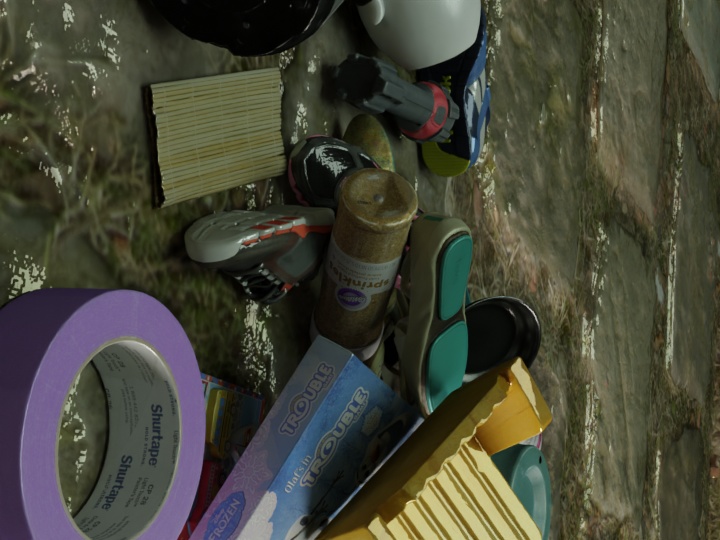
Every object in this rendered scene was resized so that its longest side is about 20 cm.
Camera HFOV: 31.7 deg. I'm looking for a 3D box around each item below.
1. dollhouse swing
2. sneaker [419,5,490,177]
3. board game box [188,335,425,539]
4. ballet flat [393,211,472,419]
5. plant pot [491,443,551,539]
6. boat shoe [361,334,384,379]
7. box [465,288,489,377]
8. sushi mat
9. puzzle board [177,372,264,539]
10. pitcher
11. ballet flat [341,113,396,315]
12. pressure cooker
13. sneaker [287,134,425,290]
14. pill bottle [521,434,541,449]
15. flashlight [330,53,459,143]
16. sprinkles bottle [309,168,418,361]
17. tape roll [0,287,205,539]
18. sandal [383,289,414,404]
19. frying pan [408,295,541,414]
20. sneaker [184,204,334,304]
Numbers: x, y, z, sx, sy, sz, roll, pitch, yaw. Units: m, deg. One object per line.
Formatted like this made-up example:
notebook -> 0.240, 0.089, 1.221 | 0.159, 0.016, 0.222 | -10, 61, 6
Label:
dollhouse swing -> 0.093, 0.217, 1.048 | 0.176, 0.182, 0.200 | 48, 60, -1
sneaker -> 0.110, -0.207, 1.439 | 0.082, 0.074, 0.201 | -8, 105, -65
board game box -> -0.034, 0.180, 1.065 | 0.200, 0.043, 0.199 | -58, 146, -9
ballet flat -> 0.061, 0.039, 1.125 | 0.069, 0.069, 0.201 | -45, 145, -55
plant pot -> 0.082, 0.235, 1.253 | 0.200, 0.187, 0.201 | -4, 95, -63
boat shoe -> -0.019, 0.127, 1.175 | 0.200, 0.073, 0.063 | -51, 134, -54
box -> 0.090, 0.032, 1.326 | 0.200, 0.049, 0.083 | -99, 174, -55
sushi mat -> -0.113, -0.113, 1.045 | 0.200, 0.012, 0.096 | -25, 112, -61
puzzle board -> -0.125, 0.187, 1.023 | 0.151, 0.017, 0.201 | 31, 64, -60
pitcher -> 0.028, -0.293, 1.234 | 0.172, 0.121, 0.201 | -41, 117, -37
ballet flat -> -0.001, -0.049, 1.224 | 0.071, 0.070, 0.201 | -19, 107, -62
pressure cooker -> -0.065, -0.279, 0.966 | 0.200, 0.178, 0.176 | -57, 154, -48
sneaker -> 0.022, -0.052, 1.153 | 0.200, 0.095, 0.079 | 40, 81, -23
pill bottle -> 0.126, 0.154, 1.425 | 0.200, 0.113, 0.114 | 54, 44, -51
flashlight -> 0.035, -0.176, 1.286 | 0.200, 0.068, 0.068 | 10, 53, -62
sprinkles bottle -> 0.000, 0.000, 1.118 | 0.200, 0.068, 0.068 | 104, 9, -49
tape roll -> -0.184, 0.112, 0.848 | 0.200, 0.065, 0.201 | 1, 90, -65
sandal -> 0.034, 0.056, 1.290 | 0.080, 0.054, 0.201 | 45, 30, -58
frying pan -> 0.099, 0.103, 1.223 | 0.115, 0.031, 0.190 | 26, 105, -33
sneaker -> -0.076, -0.008, 1.059 | 0.200, 0.077, 0.082 | -14, 110, -62
